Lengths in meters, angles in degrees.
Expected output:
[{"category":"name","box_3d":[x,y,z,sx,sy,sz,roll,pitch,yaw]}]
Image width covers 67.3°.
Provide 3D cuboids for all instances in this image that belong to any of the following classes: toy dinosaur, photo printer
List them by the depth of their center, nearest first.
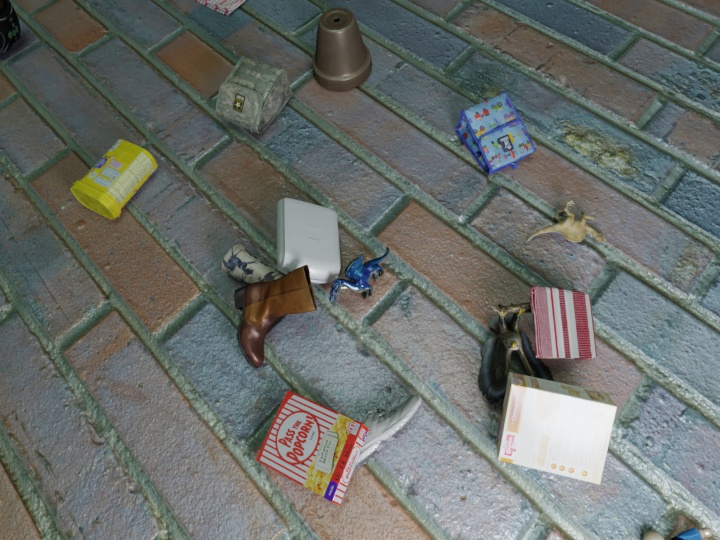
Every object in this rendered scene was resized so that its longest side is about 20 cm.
[{"category":"photo printer","box_3d":[-0.128,-0.067,1.325,0.161,0.070,0.206,12,55,-26]},{"category":"toy dinosaur","box_3d":[0.512,-0.114,1.337,0.192,0.059,0.104,4,61,7]}]

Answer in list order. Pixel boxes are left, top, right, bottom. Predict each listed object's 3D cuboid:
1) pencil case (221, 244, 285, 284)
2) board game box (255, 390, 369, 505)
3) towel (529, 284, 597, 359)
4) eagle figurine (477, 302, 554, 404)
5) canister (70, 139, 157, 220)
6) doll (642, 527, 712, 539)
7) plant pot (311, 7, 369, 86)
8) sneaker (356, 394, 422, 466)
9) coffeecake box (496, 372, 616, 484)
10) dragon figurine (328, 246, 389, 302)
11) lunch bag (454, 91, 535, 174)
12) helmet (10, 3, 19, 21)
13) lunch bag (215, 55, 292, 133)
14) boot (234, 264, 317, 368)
[{"category":"pencil case","box_3d":[-0.250,0.009,1.323,0.196,0.089,0.080,30,94,21]},{"category":"board game box","box_3d":[-0.097,0.353,1.095,0.194,0.047,0.155,14,68,29]},{"category":"towel","box_3d":[0.433,0.113,1.151,0.194,0.022,0.150,7,76,-34]},{"category":"eagle figurine","box_3d":[0.330,0.175,1.165,0.149,0.148,0.209,-9,86,46]},{"category":"canister","box_3d":[-0.682,-0.259,1.512,0.144,0.088,0.203,22,63,17]},{"category":"doll","box_3d":[0.604,0.528,0.962,0.195,0.049,0.139,22,74,24]},{"category":"plant pot","box_3d":[-0.062,-0.690,1.654,0.192,0.177,0.207,-2,58,3]},{"category":"sneaker","box_3d":[0.043,0.314,1.120,0.197,0.076,0.083,-34,64,-14]},{"category":"coffeecake box","box_3d":[0.375,0.303,1.054,0.192,0.073,0.160,10,100,11]},{"category":"dragon figurine","box_3d":[0.000,0.000,1.294,0.098,0.059,0.204,35,73,-9]},{"category":"lunch bag","box_3d":[0.375,-0.360,1.488,0.146,0.095,0.205,-23,73,-10]},{"category":"helmet","box_3d":[-1.270,-0.843,1.842,0.194,0.190,0.207,15,59,-26]},{"category":"lunch bag","box_3d":[-0.324,-0.516,1.613,0.160,0.118,0.204,23,70,16]},{"category":"boot","box_3d":[-0.182,0.106,1.219,0.193,0.068,0.196,-15,71,18]}]
